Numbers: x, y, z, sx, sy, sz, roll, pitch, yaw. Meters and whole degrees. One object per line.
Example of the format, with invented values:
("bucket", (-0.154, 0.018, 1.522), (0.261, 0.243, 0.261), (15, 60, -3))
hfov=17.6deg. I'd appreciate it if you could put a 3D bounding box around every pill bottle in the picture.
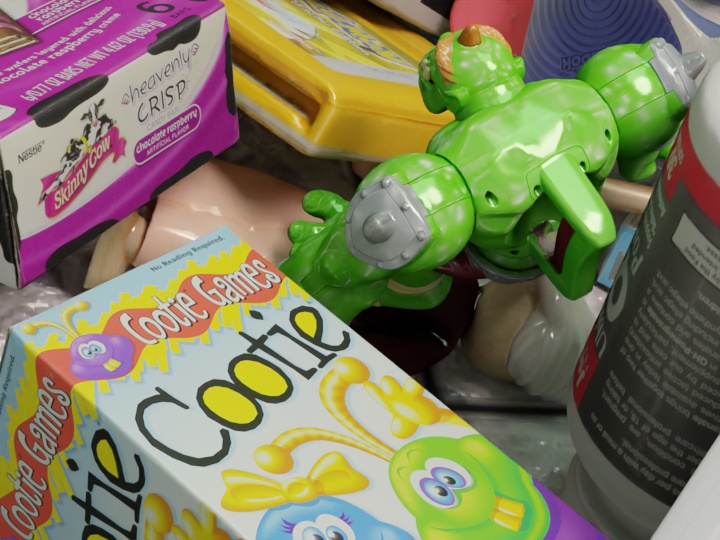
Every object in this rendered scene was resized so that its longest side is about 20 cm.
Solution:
("pill bottle", (0.137, 0.029, 0.811), (0.110, 0.200, 0.111), (12, 37, -9))

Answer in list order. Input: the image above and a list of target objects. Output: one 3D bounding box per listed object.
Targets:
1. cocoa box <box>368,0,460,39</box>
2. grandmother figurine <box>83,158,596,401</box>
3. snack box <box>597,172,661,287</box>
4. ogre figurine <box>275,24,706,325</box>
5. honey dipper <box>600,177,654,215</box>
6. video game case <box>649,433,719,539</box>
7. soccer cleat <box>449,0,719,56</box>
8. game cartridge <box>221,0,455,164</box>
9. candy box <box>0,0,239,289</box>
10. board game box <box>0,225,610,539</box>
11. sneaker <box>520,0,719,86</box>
("cocoa box", (0.003, -0.201, 1.027), (0.131, 0.133, 0.200), (39, 8, 25))
("grandmother figurine", (0.000, 0.000, 0.912), (0.200, 0.061, 0.121), (20, 60, -4))
("snack box", (0.197, -0.028, 1.039), (0.116, 0.037, 0.200), (29, 39, 13))
("ogre figurine", (0.051, -0.029, 0.834), (0.200, 0.120, 0.098), (-8, 75, -16))
("honey dipper", (0.152, -0.020, 0.958), (0.200, 0.038, 0.038), (11, 38, -1))
("video game case", (0.170, 0.065, 0.732), (0.023, 0.200, 0.182), (33, -2, 40))
("soccer cleat", (0.140, -0.103, 1.051), (0.199, 0.067, 0.076), (2, 3, 4))
("game cartridge", (-0.026, -0.099, 0.972), (0.176, 0.032, 0.200), (36, 18, 25))
("candy box", (-0.165, -0.065, 0.859), (0.200, 0.061, 0.136), (12, 31, 29))
("board game box", (-0.019, 0.095, 0.743), (0.200, 0.103, 0.105), (38, 41, 23))
("sneaker", (0.169, -0.068, 0.974), (0.199, 0.081, 0.115), (17, 0, 33))
